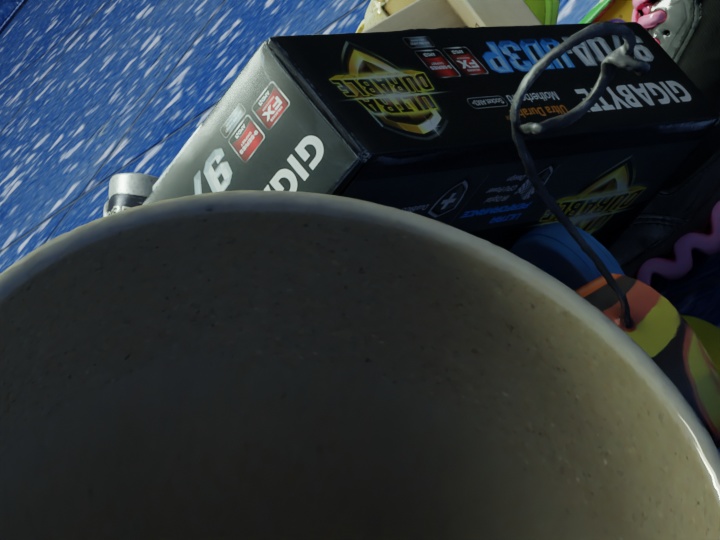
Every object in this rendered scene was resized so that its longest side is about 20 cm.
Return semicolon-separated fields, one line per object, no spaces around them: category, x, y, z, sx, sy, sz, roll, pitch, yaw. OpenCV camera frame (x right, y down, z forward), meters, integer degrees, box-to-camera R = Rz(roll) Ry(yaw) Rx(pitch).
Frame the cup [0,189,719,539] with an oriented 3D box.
cup;-0.021;0.102;0.644;0.144;0.199;0.201;109;-172;-47

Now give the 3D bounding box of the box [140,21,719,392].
box;0.000;0.000;0.780;0.159;0.046;0.200;-50;-22;28

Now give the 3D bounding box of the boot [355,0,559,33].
boot;0.006;-0.046;1.057;0.156;0.073;0.200;-57;-5;-32

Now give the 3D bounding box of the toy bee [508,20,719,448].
toy bee;0.054;0.041;0.736;0.131;0.109;0.200;-36;-19;-10

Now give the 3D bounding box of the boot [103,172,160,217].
boot;-0.077;0.018;0.859;0.073;0.096;0.200;-4;8;31

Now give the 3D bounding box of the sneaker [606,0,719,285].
sneaker;0.112;-0.077;0.874;0.200;0.095;0.079;-47;17;1

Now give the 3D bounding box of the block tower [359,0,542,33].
block tower;0.017;-0.029;0.922;0.058;0.054;0.200;-32;-16;-22

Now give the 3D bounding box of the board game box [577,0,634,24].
board game box;0.092;-0.084;0.984;0.096;0.030;0.200;-47;-4;3
